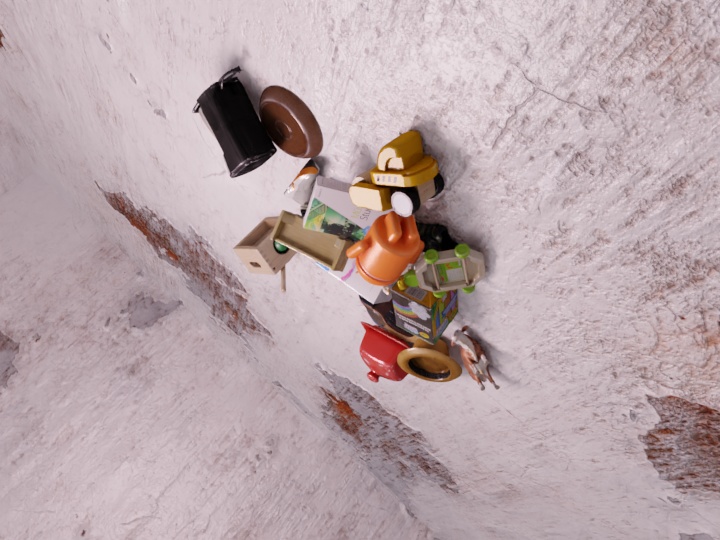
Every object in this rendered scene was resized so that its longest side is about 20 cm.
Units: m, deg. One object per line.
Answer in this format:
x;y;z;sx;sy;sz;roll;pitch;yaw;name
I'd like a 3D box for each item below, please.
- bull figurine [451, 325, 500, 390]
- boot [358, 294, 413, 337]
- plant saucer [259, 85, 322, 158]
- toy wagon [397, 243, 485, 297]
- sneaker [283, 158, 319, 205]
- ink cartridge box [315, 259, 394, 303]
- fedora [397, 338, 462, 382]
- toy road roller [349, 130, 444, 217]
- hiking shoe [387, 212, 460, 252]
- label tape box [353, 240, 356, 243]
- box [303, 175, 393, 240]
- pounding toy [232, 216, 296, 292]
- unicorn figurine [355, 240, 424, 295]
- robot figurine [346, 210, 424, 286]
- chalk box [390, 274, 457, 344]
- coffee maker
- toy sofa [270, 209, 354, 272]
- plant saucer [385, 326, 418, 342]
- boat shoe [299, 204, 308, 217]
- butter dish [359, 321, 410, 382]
0.305;0.239;1.621;0.201;0.065;0.122;56;-176;-39;bull figurine
0.080;0.126;1.712;0.200;0.075;0.097;41;166;20;boot
-0.178;-0.349;1.478;0.199;0.035;0.201;33;153;19;plant saucer
0.180;0.004;1.370;0.197;0.040;0.156;-9;144;10;toy wagon
-0.128;-0.218;1.573;0.092;0.076;0.200;38;161;-10;sneaker
0.000;0.000;1.614;0.199;0.085;0.144;33;-168;18;ink cartridge box
0.202;0.247;1.744;0.198;0.083;0.201;11;148;7;fedora
0.069;-0.208;1.259;0.198;0.123;0.148;13;128;41;toy road roller
0.150;-0.085;1.377;0.199;0.076;0.101;31;145;-7;hiking shoe
-0.029;-0.122;1.568;0.142;0.066;0.201;25;147;30;label tape box
-0.024;-0.137;1.426;0.197;0.037;0.145;13;138;-11;box
-0.263;-0.052;1.856;0.199;0.184;0.143;4;135;51;pounding toy
0.086;-0.010;1.485;0.197;0.138;0.075;-4;128;7;unicorn figurine
0.056;-0.044;1.331;0.117;0.143;0.201;45;141;12;robot figurine
0.167;0.091;1.550;0.124;0.124;0.201;26;150;27;chalk box
-0.303;-0.347;1.476;0.202;0.134;0.192;61;164;-2;coffee maker
-0.117;-0.074;1.533;0.198;0.084;0.097;26;-174;15;toy sofa
0.111;0.126;1.770;0.199;0.035;0.201;32;151;20;plant saucer
-0.123;-0.116;1.659;0.074;0.063;0.200;10;157;12;boat shoe
0.071;0.279;1.896;0.199;0.149;0.200;25;163;30;butter dish
